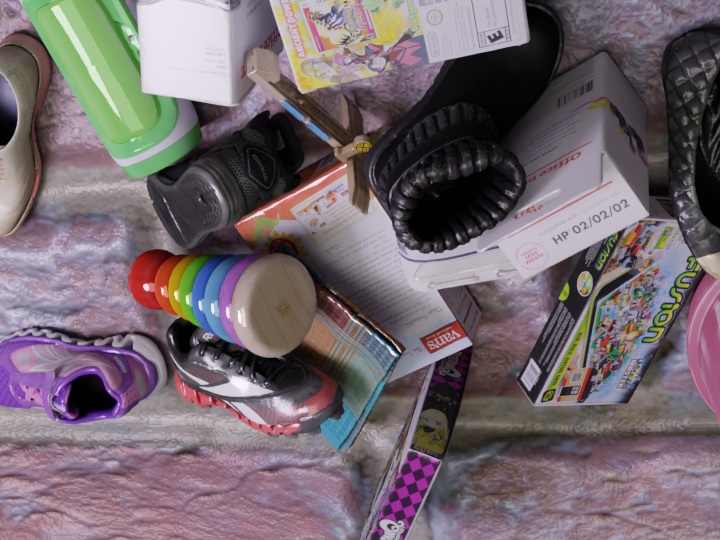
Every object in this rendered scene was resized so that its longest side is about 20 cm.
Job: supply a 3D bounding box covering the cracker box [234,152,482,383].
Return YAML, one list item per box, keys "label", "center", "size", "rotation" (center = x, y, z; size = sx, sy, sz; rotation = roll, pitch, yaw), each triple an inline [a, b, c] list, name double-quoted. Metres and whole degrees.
- label: "cracker box"
  center: [0.000, 0.000, 1.299]
  size: [0.133, 0.058, 0.201]
  rotation: [-25, 108, 27]

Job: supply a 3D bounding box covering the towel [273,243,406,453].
- label: "towel"
  center: [-0.043, 0.075, 1.311]
  size: [0.146, 0.022, 0.201]
  rotation: [39, 147, 8]

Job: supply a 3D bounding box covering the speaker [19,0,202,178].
- label: "speaker"
  center: [-0.213, -0.183, 1.240]
  size: [0.088, 0.089, 0.201]
  rotation: [-20, 111, 23]

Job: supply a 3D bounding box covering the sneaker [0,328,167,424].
- label: "sneaker"
  center: [-0.291, 0.110, 1.419]
  size: [0.197, 0.089, 0.081]
  rotation: [-2, 119, 17]

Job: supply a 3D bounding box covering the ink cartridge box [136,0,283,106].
- label: "ink cartridge box"
  center: [-0.116, -0.249, 1.141]
  size: [0.083, 0.146, 0.202]
  rotation: [8, 119, 12]

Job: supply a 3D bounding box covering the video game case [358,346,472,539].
- label: "video game case"
  center: [0.041, 0.186, 1.318]
  size: [0.035, 0.182, 0.202]
  rotation: [22, 122, 1]

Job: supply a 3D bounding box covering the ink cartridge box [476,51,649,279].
- label: "ink cartridge box"
  center: [0.158, -0.072, 1.131]
  size: [0.114, 0.201, 0.068]
  rotation: [-29, 116, 27]

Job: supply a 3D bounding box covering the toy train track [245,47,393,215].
- label: "toy train track"
  center: [-0.019, -0.121, 1.180]
  size: [0.032, 0.116, 0.200]
  rotation: [-24, 142, 26]

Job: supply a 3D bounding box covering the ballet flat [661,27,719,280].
- label: "ballet flat"
  center: [0.277, -0.088, 1.151]
  size: [0.056, 0.066, 0.203]
  rotation: [2, 107, 51]

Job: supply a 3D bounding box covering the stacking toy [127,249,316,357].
- label: "stacking toy"
  center: [-0.130, 0.019, 1.265]
  size: [0.199, 0.085, 0.086]
  rotation: [9, 126, 47]

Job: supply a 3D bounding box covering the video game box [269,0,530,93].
- label: "video game box"
  center: [0.020, -0.224, 1.036]
  size: [0.180, 0.047, 0.201]
  rotation: [-13, 143, 3]

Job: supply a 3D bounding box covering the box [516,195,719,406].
- label: "box"
  center: [0.219, 0.028, 1.236]
  size: [0.109, 0.035, 0.202]
  rotation: [1, 127, -30]

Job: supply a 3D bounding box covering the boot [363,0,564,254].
- label: "boot"
  center: [0.093, -0.109, 1.105]
  size: [0.079, 0.158, 0.212]
  rotation: [38, 95, -16]

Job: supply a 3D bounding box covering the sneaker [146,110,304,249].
- label: "sneaker"
  center: [-0.114, -0.077, 1.263]
  size: [0.077, 0.114, 0.199]
  rotation: [63, 155, -6]

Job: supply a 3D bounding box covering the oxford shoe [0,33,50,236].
- label: "oxford shoe"
  center: [-0.329, -0.110, 1.316]
  size: [0.070, 0.074, 0.202]
  rotation: [16, 121, 6]

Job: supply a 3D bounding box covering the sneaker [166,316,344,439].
- label: "sneaker"
  center: [-0.101, 0.087, 1.304]
  size: [0.199, 0.071, 0.099]
  rotation: [15, 138, 39]

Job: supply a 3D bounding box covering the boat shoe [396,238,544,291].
- label: "boat shoe"
  center: [0.129, -0.023, 1.229]
  size: [0.197, 0.071, 0.070]
  rotation: [-13, 129, -5]

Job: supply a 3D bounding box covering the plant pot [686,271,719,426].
- label: "plant pot"
  center: [0.359, 0.085, 1.180]
  size: [0.197, 0.180, 0.202]
  rotation: [7, 120, 12]
